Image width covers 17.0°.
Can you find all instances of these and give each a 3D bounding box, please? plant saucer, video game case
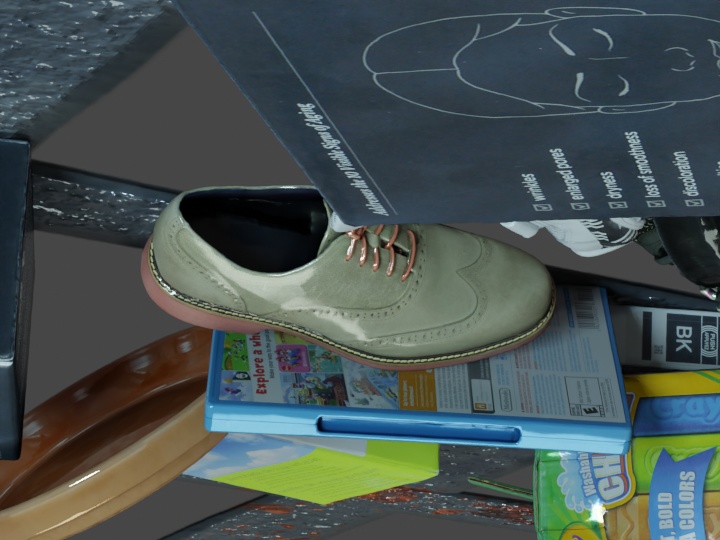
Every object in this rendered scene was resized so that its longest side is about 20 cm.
[{"bbox_3d":[-0.132,0.090,1.260,0.200,0.032,0.200,-27,-167,7],"label":"plant saucer"},{"bbox_3d":[0.027,0.042,1.177,0.199,0.018,0.143,4,-152,-2],"label":"video game case"}]

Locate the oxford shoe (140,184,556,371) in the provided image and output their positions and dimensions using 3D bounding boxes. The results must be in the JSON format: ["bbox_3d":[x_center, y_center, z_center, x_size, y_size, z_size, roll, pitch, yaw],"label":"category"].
[{"bbox_3d":[0.000,0.000,1.121,0.199,0.071,0.075,4,156,-11],"label":"oxford shoe"}]

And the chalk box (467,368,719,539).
[{"bbox_3d":[0.157,0.119,1.231,0.199,0.125,0.125,-5,169,21],"label":"chalk box"}]

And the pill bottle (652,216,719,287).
[{"bbox_3d":[0.207,-0.049,0.857,0.199,0.112,0.112,-9,159,33],"label":"pill bottle"}]

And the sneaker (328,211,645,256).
[{"bbox_3d":[0.041,-0.052,0.897,0.114,0.075,0.200,-15,157,4],"label":"sneaker"}]

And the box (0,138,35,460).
[{"bbox_3d":[-0.231,0.014,1.135,0.148,0.108,0.200,4,163,-6],"label":"box"}]

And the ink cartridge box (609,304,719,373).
[{"bbox_3d":[0.207,0.053,1.307,0.199,0.039,0.100,3,162,-2],"label":"ink cartridge box"}]

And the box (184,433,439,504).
[{"bbox_3d":[-0.064,0.099,1.479,0.199,0.048,0.122,16,158,-35],"label":"box"}]

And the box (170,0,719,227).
[{"bbox_3d":[0.067,-0.099,0.695,0.195,0.125,0.200,-3,162,13],"label":"box"}]

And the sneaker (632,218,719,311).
[{"bbox_3d":[0.178,-0.006,1.038,0.199,0.087,0.080,11,159,-22],"label":"sneaker"}]
